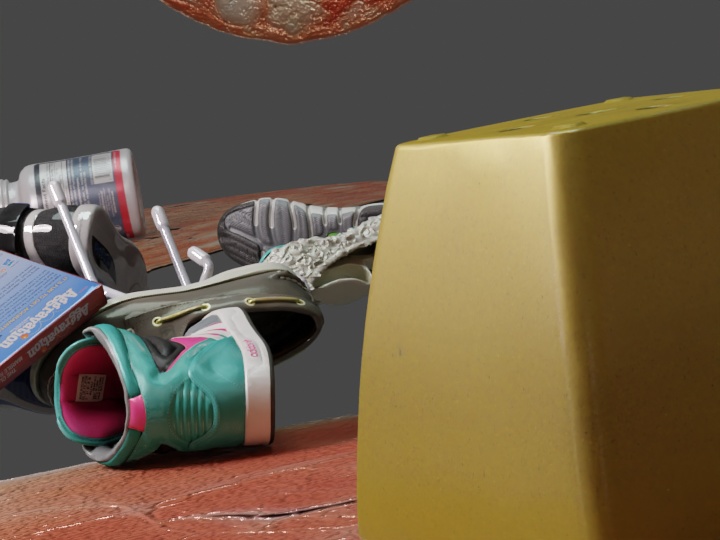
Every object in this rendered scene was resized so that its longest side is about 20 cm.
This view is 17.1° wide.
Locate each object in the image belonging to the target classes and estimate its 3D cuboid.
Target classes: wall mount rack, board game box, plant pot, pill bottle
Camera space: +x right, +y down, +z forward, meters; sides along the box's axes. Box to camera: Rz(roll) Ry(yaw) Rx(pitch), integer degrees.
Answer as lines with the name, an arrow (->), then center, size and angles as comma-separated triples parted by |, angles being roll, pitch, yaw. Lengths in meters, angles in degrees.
wall mount rack -> -0.138, 0.000, 1.744 | 0.174, 0.075, 0.200 | 21, 3, 37
board game box -> -0.268, 0.057, 1.559 | 0.103, 0.019, 0.200 | 16, 43, 38
plant pot -> 0.115, 0.017, 1.038 | 0.200, 0.177, 0.200 | -13, 7, -30
pill bottle -> -0.391, -0.088, 3.160 | 0.199, 0.120, 0.120 | -10, 6, -1

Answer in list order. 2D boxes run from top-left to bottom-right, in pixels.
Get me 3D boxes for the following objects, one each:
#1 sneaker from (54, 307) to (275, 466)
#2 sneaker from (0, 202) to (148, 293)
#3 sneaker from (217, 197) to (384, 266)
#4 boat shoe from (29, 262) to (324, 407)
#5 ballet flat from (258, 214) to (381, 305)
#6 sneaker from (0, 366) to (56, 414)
sneaker -> -0.123, 0.068, 1.428 | 0.120, 0.084, 0.200 | -1, 5, -11
sneaker -> -0.237, -0.001, 1.872 | 0.112, 0.073, 0.200 | 5, -25, 11
sneaker -> -0.034, -0.033, 2.349 | 0.199, 0.075, 0.115 | 2, 3, 11
boat shoe -> -0.122, 0.051, 1.615 | 0.201, 0.072, 0.060 | -19, 31, -17
ballet flat -> 0.000, 0.000, 2.026 | 0.200, 0.072, 0.072 | -17, 9, -40
sneaker -> -0.272, 0.066, 1.666 | 0.199, 0.081, 0.115 | -12, 8, -10
